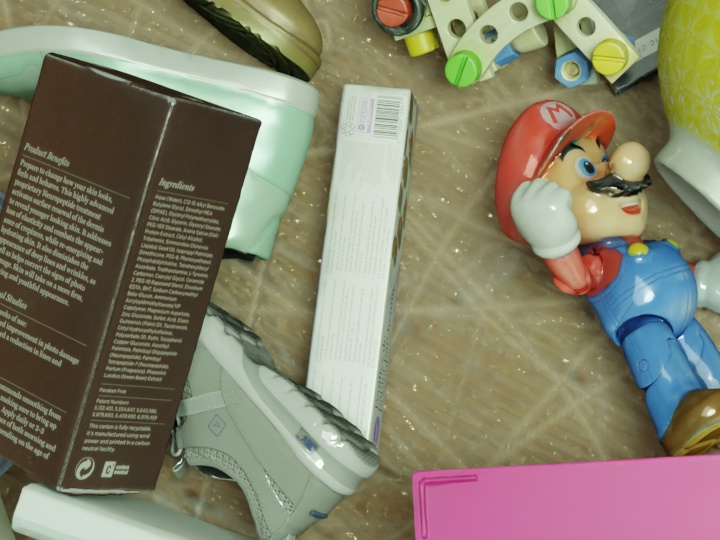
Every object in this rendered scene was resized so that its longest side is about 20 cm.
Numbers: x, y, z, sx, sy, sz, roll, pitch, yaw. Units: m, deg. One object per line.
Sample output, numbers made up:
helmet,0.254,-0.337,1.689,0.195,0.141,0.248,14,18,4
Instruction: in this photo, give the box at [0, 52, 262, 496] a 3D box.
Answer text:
box,-0.132,0.002,0.977,0.100,0.075,0.201,22,99,38

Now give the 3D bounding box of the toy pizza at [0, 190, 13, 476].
toy pizza,-0.257,0.037,1.080,0.199,0.032,0.202,-1,84,10

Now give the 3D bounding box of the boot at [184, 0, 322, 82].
boot,-0.037,-0.231,1.078,0.175,0.066,0.200,39,87,11

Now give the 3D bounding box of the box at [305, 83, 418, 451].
box,0.000,0.000,1.049,0.041,0.039,0.201,5,82,10

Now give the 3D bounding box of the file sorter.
file sorter,0.135,0.166,0.962,0.199,0.125,0.140,-4,82,8

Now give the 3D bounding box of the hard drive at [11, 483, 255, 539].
hard drive,-0.065,0.152,0.987,0.199,0.132,0.027,18,87,10

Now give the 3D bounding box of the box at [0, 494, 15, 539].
box,-0.252,0.099,1.017,0.094,0.078,0.201,-20,81,7

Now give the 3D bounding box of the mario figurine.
mario figurine,0.146,-0.009,0.989,0.106,0.123,0.201,-33,74,0

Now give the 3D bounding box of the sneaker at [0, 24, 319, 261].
sneaker,-0.131,-0.063,1.059,0.199,0.074,0.119,12,83,10

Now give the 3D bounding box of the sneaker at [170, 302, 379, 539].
sneaker,-0.083,0.067,1.009,0.082,0.075,0.200,-51,54,2

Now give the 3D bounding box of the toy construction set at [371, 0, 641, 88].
toy construction set,0.064,-0.183,1.027,0.130,0.092,0.201,-15,87,24

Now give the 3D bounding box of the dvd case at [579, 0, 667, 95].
dvd case,0.160,-0.217,1.074,0.148,0.016,0.201,-28,78,1

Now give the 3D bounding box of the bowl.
bowl,0.210,-0.065,0.951,0.200,0.200,0.108,44,91,12
